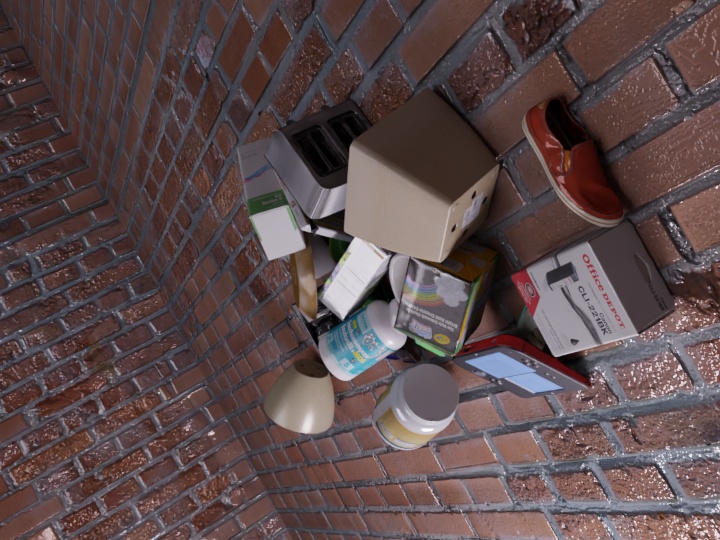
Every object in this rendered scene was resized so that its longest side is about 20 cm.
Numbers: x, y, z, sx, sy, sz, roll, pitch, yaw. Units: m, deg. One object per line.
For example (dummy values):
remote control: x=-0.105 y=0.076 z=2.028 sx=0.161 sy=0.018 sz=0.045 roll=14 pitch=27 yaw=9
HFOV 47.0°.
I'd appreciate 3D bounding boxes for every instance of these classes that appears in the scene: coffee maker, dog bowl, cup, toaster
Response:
coffee maker: x=-0.076 y=0.140 z=1.977 sx=0.201 sy=0.134 sz=0.192 roll=61 pitch=155 yaw=2
dog bowl: x=0.130 y=0.035 z=1.588 sx=0.200 sy=0.058 sz=0.201 roll=42 pitch=148 yaw=34
cup: x=-0.154 y=0.330 z=2.271 sx=0.200 sy=0.199 sz=0.144 roll=36 pitch=118 yaw=42
toaster: x=-0.058 y=-0.204 z=1.559 sx=0.201 sy=0.180 sz=0.119 roll=55 pitch=152 yaw=14

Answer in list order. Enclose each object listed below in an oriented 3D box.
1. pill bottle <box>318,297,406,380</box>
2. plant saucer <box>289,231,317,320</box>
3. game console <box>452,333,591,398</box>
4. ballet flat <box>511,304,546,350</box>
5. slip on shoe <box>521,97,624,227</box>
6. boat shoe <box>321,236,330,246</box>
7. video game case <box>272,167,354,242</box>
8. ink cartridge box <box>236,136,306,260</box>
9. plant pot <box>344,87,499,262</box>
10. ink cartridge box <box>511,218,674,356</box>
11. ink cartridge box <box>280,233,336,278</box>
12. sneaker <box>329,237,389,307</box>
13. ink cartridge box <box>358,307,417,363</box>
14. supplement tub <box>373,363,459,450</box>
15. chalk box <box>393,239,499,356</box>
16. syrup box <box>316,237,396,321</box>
pill bottle: x=0.018 y=0.135 z=1.709 sx=0.199 sy=0.111 sz=0.111 roll=-35 pitch=82 yaw=21
plant saucer: x=-0.125 y=0.009 z=1.770 sx=0.200 sy=0.035 sz=0.202 roll=173 pitch=90 yaw=-80
game console: x=0.266 y=0.169 z=1.404 sx=0.176 sy=0.031 sz=0.200 roll=32 pitch=158 yaw=-13
ballet flat: x=0.282 y=0.107 z=1.372 sx=0.064 sy=0.067 sz=0.201 roll=46 pitch=150 yaw=19
slip on shoe: x=0.290 y=-0.146 z=1.113 sx=0.201 sy=0.074 sz=0.061 roll=61 pitch=151 yaw=13
boat shoe: x=-0.066 y=-0.108 z=1.796 sx=0.201 sy=0.066 sz=0.072 roll=55 pitch=171 yaw=-23
video game case: x=-0.094 y=-0.149 z=1.671 sx=0.023 sy=0.200 sz=0.183 roll=-33 pitch=70 yaw=22
ink cartridge box: x=-0.183 y=-0.149 z=1.694 sx=0.146 sy=0.087 sz=0.201 roll=71 pitch=-179 yaw=-53
plant pot: x=0.106 y=-0.134 z=1.332 sx=0.177 sy=0.200 sz=0.201 roll=35 pitch=145 yaw=24
ink cartridge box: x=0.329 y=0.030 z=1.191 sx=0.145 sy=0.083 sz=0.200 roll=62 pitch=154 yaw=3
ink cartridge box: x=-0.140 y=-0.088 z=1.929 sx=0.199 sy=0.084 sz=0.146 roll=27 pitch=137 yaw=48
sneaker: x=0.005 y=-0.007 z=1.768 sx=0.083 sy=0.074 sz=0.201 roll=-10 pitch=116 yaw=53
ink cartridge box: x=0.039 y=0.138 z=1.817 sx=0.200 sy=0.039 sz=0.099 roll=51 pitch=-168 yaw=22
supplement tub: x=0.118 y=0.288 z=1.753 sx=0.145 sy=0.144 sz=0.200 roll=55 pitch=153 yaw=13
chalk box: x=0.144 y=0.053 z=1.429 sx=0.124 sy=0.124 sz=0.201 roll=25 pitch=127 yaw=19
syrup box: x=0.000 y=0.000 z=1.674 sx=0.081 sy=0.079 sz=0.201 roll=42 pitch=126 yaw=12
